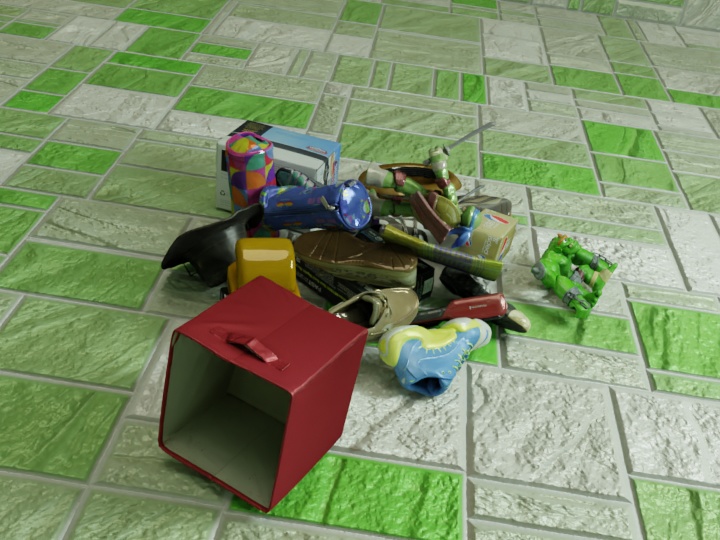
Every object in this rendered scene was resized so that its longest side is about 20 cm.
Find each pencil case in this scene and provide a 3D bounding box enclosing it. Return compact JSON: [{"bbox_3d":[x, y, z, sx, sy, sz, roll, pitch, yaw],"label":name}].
[{"bbox_3d":[-0.181,-0.133,1.500,0.087,0.202,0.089,0,38,0],"label":"pencil case"},{"bbox_3d":[-0.078,-0.101,1.411,0.198,0.079,0.086,1,7,37],"label":"pencil case"}]

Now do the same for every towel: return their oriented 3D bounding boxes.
[{"bbox_3d":[0.121,-0.028,1.371,0.197,0.023,0.144,18,-5,6],"label":"towel"}]

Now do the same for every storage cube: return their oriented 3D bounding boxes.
[{"bbox_3d":[-0.118,0.142,1.070,0.169,0.202,0.179,24,31,20],"label":"storage cube"}]

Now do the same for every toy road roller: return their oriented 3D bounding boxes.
[{"bbox_3d":[-0.137,0.043,1.267,0.121,0.148,0.201,-2,33,-15],"label":"toy road roller"}]

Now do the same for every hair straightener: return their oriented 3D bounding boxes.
[{"bbox_3d":[0.125,0.076,1.355,0.197,0.077,0.041,-15,76,2],"label":"hair straightener"}]

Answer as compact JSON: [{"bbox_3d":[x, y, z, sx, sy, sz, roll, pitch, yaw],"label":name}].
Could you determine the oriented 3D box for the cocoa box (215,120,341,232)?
[{"bbox_3d":[-0.150,-0.176,1.626,0.197,0.135,0.131,16,32,13],"label":"cocoa box"}]

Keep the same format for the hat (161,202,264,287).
[{"bbox_3d":[-0.217,-0.022,1.383,0.199,0.200,0.082,-23,82,-39],"label":"hat"}]

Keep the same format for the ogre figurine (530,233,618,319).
[{"bbox_3d":[0.355,0.005,1.493,0.119,0.099,0.200,34,53,9],"label":"ogre figurine"}]

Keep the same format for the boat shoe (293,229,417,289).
[{"bbox_3d":[-0.010,-0.010,1.355,0.197,0.063,0.074,14,48,17],"label":"boat shoe"}]

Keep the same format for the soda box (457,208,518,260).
[{"bbox_3d":[0.220,-0.054,1.526,0.067,0.065,0.200,20,17,13],"label":"soda box"}]

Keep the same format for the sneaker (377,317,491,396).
[{"bbox_3d":[0.119,0.131,1.274,0.198,0.076,0.106,-5,59,-31],"label":"sneaker"}]

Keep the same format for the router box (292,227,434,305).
[{"bbox_3d":[0.000,0.000,1.446,0.149,0.063,0.199,-24,44,-39],"label":"router box"}]

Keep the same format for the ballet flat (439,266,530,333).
[{"bbox_3d":[0.202,0.037,1.420,0.057,0.067,0.200,-44,46,-8],"label":"ballet flat"}]

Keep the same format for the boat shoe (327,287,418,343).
[{"bbox_3d":[0.016,0.062,1.254,0.198,0.065,0.073,-17,71,-37],"label":"boat shoe"}]

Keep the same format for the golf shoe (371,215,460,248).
[{"bbox_3d":[0.085,-0.059,1.553,0.198,0.079,0.095,11,39,30],"label":"golf shoe"}]

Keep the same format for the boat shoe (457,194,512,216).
[{"bbox_3d":[0.197,-0.101,1.655,0.198,0.076,0.073,-9,24,-40],"label":"boat shoe"}]

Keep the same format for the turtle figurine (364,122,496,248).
[{"bbox_3d":[0.110,-0.136,1.435,0.191,0.203,0.144,11,-11,8],"label":"turtle figurine"}]

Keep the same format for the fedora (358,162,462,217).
[{"bbox_3d":[0.092,-0.143,1.665,0.197,0.083,0.201,3,24,-1],"label":"fedora"}]

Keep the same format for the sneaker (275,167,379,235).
[{"bbox_3d":[-0.061,-0.115,1.509,0.199,0.075,0.087,37,32,29],"label":"sneaker"}]
